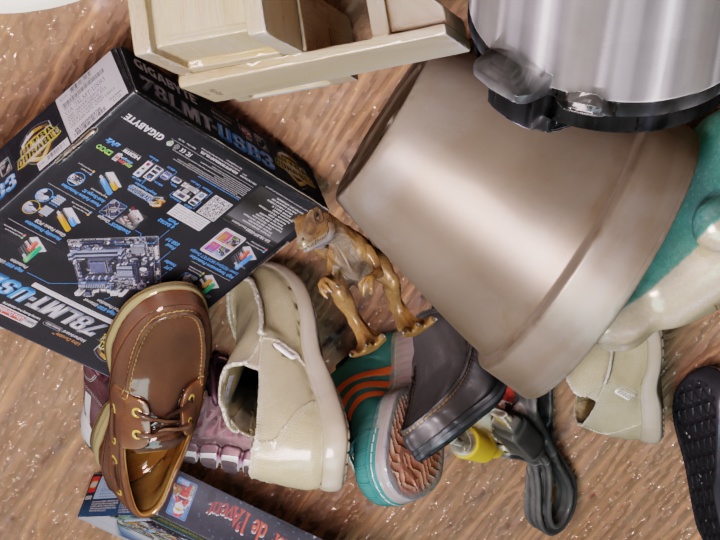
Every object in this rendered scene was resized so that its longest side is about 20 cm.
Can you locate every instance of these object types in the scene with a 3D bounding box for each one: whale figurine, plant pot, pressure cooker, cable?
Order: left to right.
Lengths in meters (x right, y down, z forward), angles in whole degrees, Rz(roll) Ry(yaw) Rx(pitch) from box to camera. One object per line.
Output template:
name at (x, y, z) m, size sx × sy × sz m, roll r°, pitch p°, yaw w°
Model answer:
plant pot at (0.086, -0.048, 1.612) m, size 0.173 × 0.200 × 0.200 m, roll 32°, pitch 129°, yaw -6°
cable at (0.116, 0.119, 1.857) m, size 0.050 × 0.097 × 0.200 m, roll 19°, pitch 163°, yaw 27°
pressure cooker at (0.147, -0.174, 1.473) m, size 0.175 × 0.179 × 0.200 m, roll 0°, pitch 134°, yaw -3°
whale figurine at (0.217, -0.030, 1.639) m, size 0.200 × 0.104 × 0.159 m, roll -37°, pitch 168°, yaw 5°

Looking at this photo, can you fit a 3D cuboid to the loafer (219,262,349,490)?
loafer at (-0.061, 0.065, 1.685) m, size 0.068 × 0.200 × 0.076 m, roll -3°, pitch 127°, yaw -17°

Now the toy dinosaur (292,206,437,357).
toy dinosaur at (0.000, 0.000, 1.646) m, size 0.060 × 0.106 × 0.200 m, roll -26°, pitch 168°, yaw -1°

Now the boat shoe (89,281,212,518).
boat shoe at (-0.133, 0.088, 1.712) m, size 0.072 × 0.068 × 0.200 m, roll -6°, pitch 141°, yaw -21°

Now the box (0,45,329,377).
box at (-0.155, -0.030, 1.650) m, size 0.198 × 0.050 × 0.200 m, roll -38°, pitch 140°, yaw 20°

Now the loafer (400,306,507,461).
loafer at (0.056, 0.059, 1.693) m, size 0.073 × 0.200 × 0.072 m, roll -36°, pitch 100°, yaw 24°

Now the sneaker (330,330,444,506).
sneaker at (0.009, 0.106, 1.737) m, size 0.080 × 0.200 × 0.072 m, roll -21°, pitch 110°, yaw 16°

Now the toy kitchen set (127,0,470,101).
toy kitchen set at (-0.034, -0.207, 1.518) m, size 0.163 × 0.181 × 0.200 m, roll -9°, pitch 174°, yaw 13°

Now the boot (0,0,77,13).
boot at (-0.239, -0.231, 1.498) m, size 0.199 × 0.073 × 0.145 m, roll 8°, pitch 133°, yaw -3°

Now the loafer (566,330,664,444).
loafer at (0.172, 0.053, 1.768) m, size 0.068 × 0.076 × 0.200 m, roll -8°, pitch 136°, yaw 3°

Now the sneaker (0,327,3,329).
sneaker at (-0.266, 0.023, 1.744) m, size 0.093 × 0.070 × 0.200 m, roll 39°, pitch 121°, yaw -25°

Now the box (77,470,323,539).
box at (-0.092, 0.203, 1.900) m, size 0.200 × 0.038 × 0.136 m, roll 29°, pitch 160°, yaw -25°

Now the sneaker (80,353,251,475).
sneaker at (-0.103, 0.079, 1.799) m, size 0.199 × 0.076 × 0.116 m, roll -2°, pitch 132°, yaw 3°

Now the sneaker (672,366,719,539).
sneaker at (0.281, 0.133, 1.869) m, size 0.083 × 0.072 × 0.200 m, roll -23°, pitch 136°, yaw -10°
